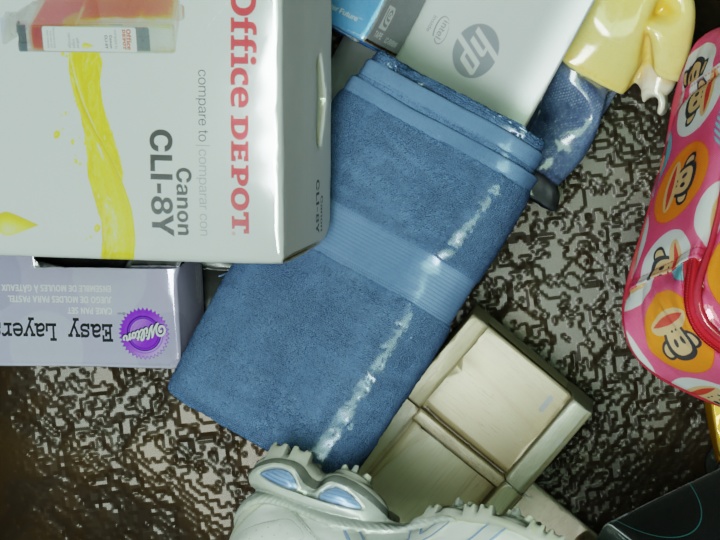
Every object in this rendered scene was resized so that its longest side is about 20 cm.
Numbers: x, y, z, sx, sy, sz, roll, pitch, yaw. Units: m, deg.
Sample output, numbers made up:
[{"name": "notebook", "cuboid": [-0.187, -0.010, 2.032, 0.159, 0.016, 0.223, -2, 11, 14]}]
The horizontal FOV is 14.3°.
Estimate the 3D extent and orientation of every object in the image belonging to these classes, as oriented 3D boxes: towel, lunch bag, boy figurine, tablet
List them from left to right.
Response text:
[{"name": "towel", "cuboid": [0.000, 0.000, 1.390, 0.112, 0.049, 0.200, 31, 86, 21]}, {"name": "tablet", "cuboid": [0.047, -0.117, 1.439, 0.130, 0.014, 0.200, 35, 100, 37]}, {"name": "boy figurine", "cuboid": [0.114, -0.134, 1.450, 0.124, 0.064, 0.200, 30, 93, 9]}, {"name": "lunch bag", "cuboid": [0.229, -0.016, 1.402, 0.176, 0.082, 0.200, 24, 65, -20]}]

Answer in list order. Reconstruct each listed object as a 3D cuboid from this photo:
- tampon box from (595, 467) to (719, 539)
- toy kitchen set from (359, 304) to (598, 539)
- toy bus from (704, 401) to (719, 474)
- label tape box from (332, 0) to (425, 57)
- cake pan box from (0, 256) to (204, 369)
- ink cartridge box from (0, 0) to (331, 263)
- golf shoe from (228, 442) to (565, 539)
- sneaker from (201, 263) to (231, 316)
[{"name": "tampon box", "cuboid": [0.155, 0.215, 1.379, 0.126, 0.150, 0.200, 40, 121, 22]}, {"name": "toy kitchen set", "cuboid": [0.052, 0.155, 1.412, 0.163, 0.180, 0.200, 39, 99, -1]}, {"name": "toy bus", "cuboid": [0.228, 0.131, 1.460, 0.078, 0.065, 0.201, -19, 92, 3]}, {"name": "label tape box", "cuboid": [-0.005, -0.228, 1.433, 0.144, 0.063, 0.200, 28, 95, 19]}, {"name": "cake pan box", "cuboid": [-0.171, -0.044, 1.427, 0.199, 0.052, 0.185, 2, 102, 13]}, {"name": "ink cartridge box", "cuboid": [-0.120, -0.082, 1.339, 0.199, 0.083, 0.146, 2, 100, 13]}, {"name": "golf shoe", "cuboid": [0.025, 0.151, 1.294, 0.200, 0.078, 0.097, 11, 62, 30]}, {"name": "sneaker", "cuboid": [-0.054, 0.019, 1.472, 0.199, 0.076, 0.091, 13, 101, 12]}]
